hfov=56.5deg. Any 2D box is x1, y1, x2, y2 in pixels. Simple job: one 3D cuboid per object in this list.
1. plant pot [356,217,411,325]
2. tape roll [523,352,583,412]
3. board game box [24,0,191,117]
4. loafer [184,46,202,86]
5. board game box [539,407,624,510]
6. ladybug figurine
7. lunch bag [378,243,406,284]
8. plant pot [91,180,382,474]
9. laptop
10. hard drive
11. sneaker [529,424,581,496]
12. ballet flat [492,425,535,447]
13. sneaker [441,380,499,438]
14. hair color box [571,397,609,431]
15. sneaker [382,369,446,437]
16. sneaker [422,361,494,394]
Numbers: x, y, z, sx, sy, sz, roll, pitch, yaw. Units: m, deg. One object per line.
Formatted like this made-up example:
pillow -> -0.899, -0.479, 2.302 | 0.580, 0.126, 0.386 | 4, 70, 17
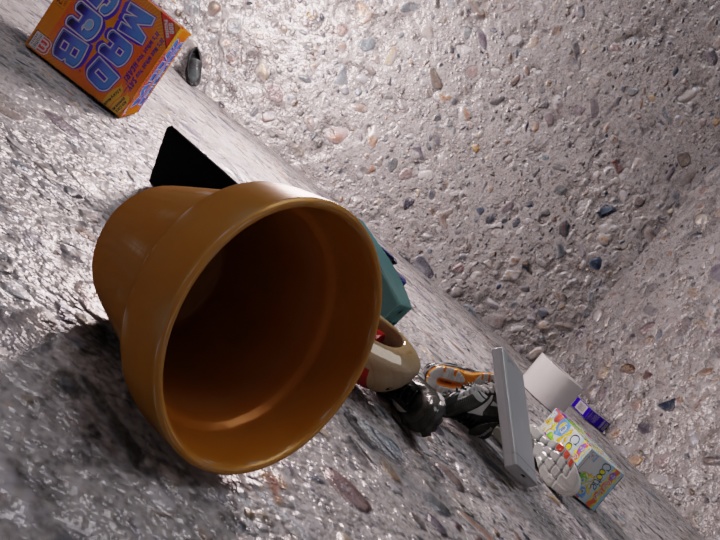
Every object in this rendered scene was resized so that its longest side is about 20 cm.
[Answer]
plant pot -> -0.007, 0.019, 1.217 | 0.201, 0.141, 0.141 | 51, 11, 19
tape roll -> 0.718, 0.430, 2.525 | 0.202, 0.140, 0.203 | 40, 7, -6
board game box -> -0.468, -0.442, 1.277 | 0.198, 0.201, 0.200 | 37, 7, -16
loafer -> -0.697, -0.853, 2.802 | 0.066, 0.071, 0.205 | 8, 54, -22
board game box -> 0.475, 0.414, 1.492 | 0.102, 0.106, 0.200 | 37, 7, -13
ladybug figurine -> -0.009, 0.097, 0.922 | 0.199, 0.073, 0.135 | 37, 19, 24
lunch bag -> 0.000, 0.000, 1.366 | 0.200, 0.133, 0.135 | 43, 8, 24
plant pot -> -0.113, 0.018, 0.521 | 0.181, 0.204, 0.199 | 26, -3, 40
laptop -> -0.219, -0.113, 1.016 | 0.176, 0.104, 0.200 | 41, 7, 1
hard drive -> 0.266, 0.253, 1.157 | 0.132, 0.026, 0.204 | 47, 35, -48
sneaker -> 0.396, 0.390, 1.361 | 0.082, 0.077, 0.200 | 43, 6, -25
ballet flat -> 0.260, 0.284, 1.319 | 0.200, 0.072, 0.071 | 44, 8, 25
sneaker -> 0.193, 0.241, 1.138 | 0.198, 0.066, 0.093 | 6, 62, -54
hair color box -> 1.155, 0.724, 3.365 | 0.198, 0.065, 0.109 | 34, 9, -34
sneaker -> 0.060, 0.170, 0.955 | 0.090, 0.067, 0.200 | 35, 5, -14
sneaker -> 0.205, 0.216, 1.277 | 0.196, 0.080, 0.077 | 23, 1, -18
